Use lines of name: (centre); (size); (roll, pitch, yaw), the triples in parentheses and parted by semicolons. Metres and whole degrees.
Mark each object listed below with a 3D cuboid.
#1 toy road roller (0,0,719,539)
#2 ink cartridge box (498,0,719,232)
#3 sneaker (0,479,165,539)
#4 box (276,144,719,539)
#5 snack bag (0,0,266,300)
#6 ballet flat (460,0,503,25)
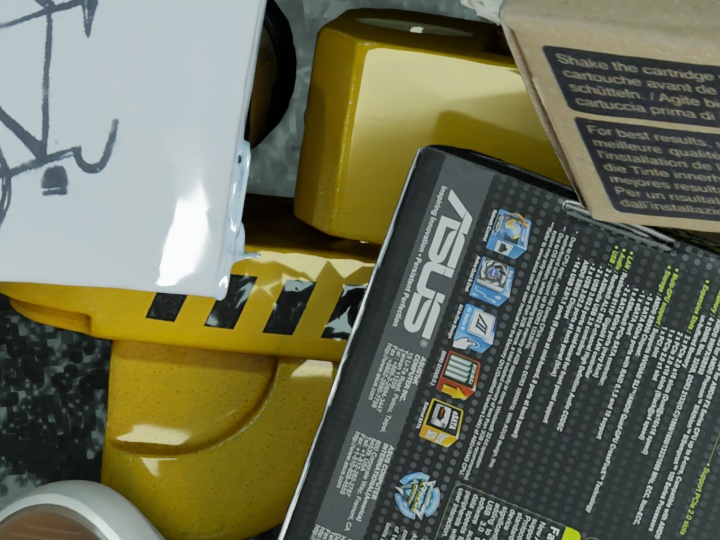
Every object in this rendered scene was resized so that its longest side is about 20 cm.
toy road roller: (0.000, 0.000, 0.742); (0.199, 0.123, 0.147); (6, 100, 4)
ink cartridge box: (0.140, -0.103, 0.597); (0.164, 0.075, 0.201); (6, 59, 28)
sneaker: (-0.043, 0.136, 0.739); (0.072, 0.085, 0.201); (-14, 108, 22)
box: (0.056, 0.091, 0.639); (0.160, 0.044, 0.201); (21, 95, 15)
snack bag: (-0.104, -0.087, 0.617); (0.199, 0.021, 0.190); (2, 108, -25)
ballet flat: (0.013, -0.148, 0.675); (0.071, 0.072, 0.201); (-16, 80, -1)
